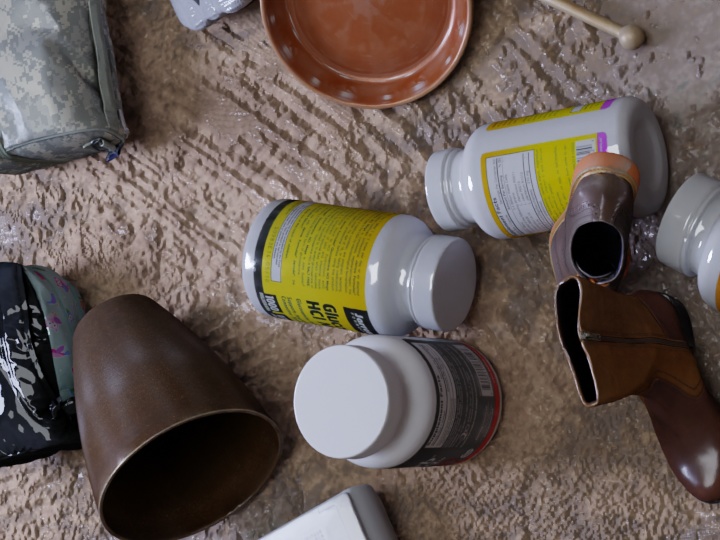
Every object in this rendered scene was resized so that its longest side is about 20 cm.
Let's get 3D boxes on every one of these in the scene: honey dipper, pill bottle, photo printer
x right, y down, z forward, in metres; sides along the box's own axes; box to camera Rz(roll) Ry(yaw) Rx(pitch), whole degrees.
[{"bbox_3d":[0.169,-0.243,1.681,0.199,0.038,0.038,31,102,25],"label":"honey dipper"},{"bbox_3d":[0.343,-0.002,1.513,0.199,0.111,0.112,29,101,29],"label":"pill bottle"},{"bbox_3d":[0.033,0.115,1.637,0.115,0.200,0.117,-3,85,31],"label":"pill bottle"},{"bbox_3d":[0.000,0.000,1.716,0.199,0.112,0.113,9,91,31],"label":"pill bottle"},{"bbox_3d":[0.159,-0.085,1.633,0.199,0.104,0.105,-8,82,30],"label":"pill bottle"},{"bbox_3d":[-0.019,0.322,1.729,0.166,0.069,0.201,-32,72,25],"label":"photo printer"}]

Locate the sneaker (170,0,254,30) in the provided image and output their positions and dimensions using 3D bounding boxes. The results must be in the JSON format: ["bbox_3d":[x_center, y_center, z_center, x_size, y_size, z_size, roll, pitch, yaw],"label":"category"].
[{"bbox_3d":[-0.115,-0.290,1.830,0.200,0.113,0.076,5,118,64],"label":"sneaker"}]

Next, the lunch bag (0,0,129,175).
[{"bbox_3d":[-0.325,-0.202,1.908,0.167,0.139,0.202,-14,80,30],"label":"lunch bag"}]

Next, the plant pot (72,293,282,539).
[{"bbox_3d":[-0.200,0.126,1.804,0.187,0.186,0.200,-47,53,19],"label":"plant pot"}]

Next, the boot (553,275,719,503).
[{"bbox_3d":[0.235,0.099,1.518,0.068,0.200,0.190,-14,79,28],"label":"boot"}]

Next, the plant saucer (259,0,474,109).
[{"bbox_3d":[0.007,-0.247,1.727,0.199,0.032,0.202,5,117,9],"label":"plant saucer"}]

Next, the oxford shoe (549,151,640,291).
[{"bbox_3d":[0.190,-0.011,1.566,0.071,0.201,0.073,8,55,8],"label":"oxford shoe"}]

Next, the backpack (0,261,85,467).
[{"bbox_3d":[-0.348,0.092,1.910,0.166,0.126,0.202,-15,78,17],"label":"backpack"}]
